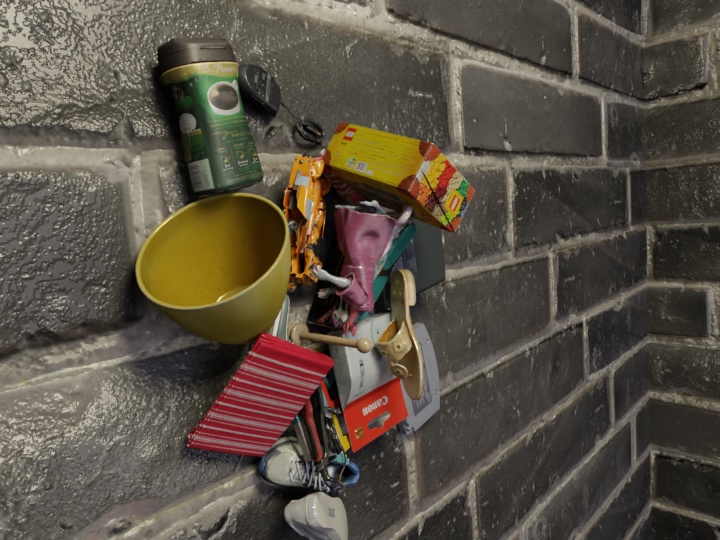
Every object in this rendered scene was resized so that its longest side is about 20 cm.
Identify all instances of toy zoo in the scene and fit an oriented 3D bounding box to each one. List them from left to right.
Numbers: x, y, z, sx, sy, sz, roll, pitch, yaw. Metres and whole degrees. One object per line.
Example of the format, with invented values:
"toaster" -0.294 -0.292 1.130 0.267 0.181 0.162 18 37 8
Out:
"toy zoo" -0.061 0.225 0.874 0.130 0.020 0.204 -13 78 -45

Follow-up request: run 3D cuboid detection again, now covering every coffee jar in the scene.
"coffee jar" -0.206 -0.211 0.720 0.104 0.084 0.205 -26 110 -47

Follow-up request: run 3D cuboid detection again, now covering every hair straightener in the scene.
"hair straightener" -0.054 0.236 0.828 0.076 0.041 0.204 -4 66 -43

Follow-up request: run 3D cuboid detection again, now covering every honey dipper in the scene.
"honey dipper" -0.058 0.103 0.800 0.037 0.197 0.039 0 90 -44

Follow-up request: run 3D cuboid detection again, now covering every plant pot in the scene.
"plant pot" -0.177 0.017 0.706 0.201 0.197 0.144 -51 148 -32

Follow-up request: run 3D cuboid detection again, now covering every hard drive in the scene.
"hard drive" 0.090 -0.024 0.981 0.198 0.032 0.143 -20 106 -45

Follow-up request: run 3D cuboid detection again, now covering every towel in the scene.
"towel" -0.141 0.186 0.753 0.143 0.023 0.201 26 107 -41

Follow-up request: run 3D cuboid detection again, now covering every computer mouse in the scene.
"computer mouse" -0.128 -0.260 0.845 0.199 0.033 0.060 32 52 -47

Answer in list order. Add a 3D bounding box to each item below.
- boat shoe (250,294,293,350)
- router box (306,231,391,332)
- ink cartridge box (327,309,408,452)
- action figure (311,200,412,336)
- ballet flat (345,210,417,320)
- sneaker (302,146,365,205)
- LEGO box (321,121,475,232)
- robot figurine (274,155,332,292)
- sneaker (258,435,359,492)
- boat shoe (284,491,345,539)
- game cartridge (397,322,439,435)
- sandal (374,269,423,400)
"boat shoe" -0.132 0.130 0.812 0.061 0.072 0.205 9 92 -34
"router box" 0.000 0.030 0.956 0.149 0.061 0.204 33 68 -43
"ink cartridge box" 0.030 0.183 0.898 0.158 0.047 0.205 -15 94 -46
"action figure" 0.000 0.000 0.807 0.145 0.134 0.205 1 91 -1
"ballet flat" 0.023 -0.011 0.875 0.071 0.072 0.202 20 106 -43
"sneaker" -0.019 -0.163 0.925 0.198 0.073 0.089 6 88 -46
"LEGO box" 0.057 -0.148 0.824 0.148 0.198 0.078 30 87 -49
"robot figurine" -0.089 -0.066 0.824 0.145 0.057 0.205 53 43 -76
"sneaker" -0.077 0.325 0.868 0.198 0.084 0.079 20 77 -44
"boat shoe" -0.071 0.425 0.886 0.201 0.067 0.073 61 20 -58
"game cartridge" 0.113 0.222 1.099 0.132 0.040 0.205 -23 108 -40
"sandal" 0.053 0.107 0.864 0.068 0.077 0.217 -1 85 -25
